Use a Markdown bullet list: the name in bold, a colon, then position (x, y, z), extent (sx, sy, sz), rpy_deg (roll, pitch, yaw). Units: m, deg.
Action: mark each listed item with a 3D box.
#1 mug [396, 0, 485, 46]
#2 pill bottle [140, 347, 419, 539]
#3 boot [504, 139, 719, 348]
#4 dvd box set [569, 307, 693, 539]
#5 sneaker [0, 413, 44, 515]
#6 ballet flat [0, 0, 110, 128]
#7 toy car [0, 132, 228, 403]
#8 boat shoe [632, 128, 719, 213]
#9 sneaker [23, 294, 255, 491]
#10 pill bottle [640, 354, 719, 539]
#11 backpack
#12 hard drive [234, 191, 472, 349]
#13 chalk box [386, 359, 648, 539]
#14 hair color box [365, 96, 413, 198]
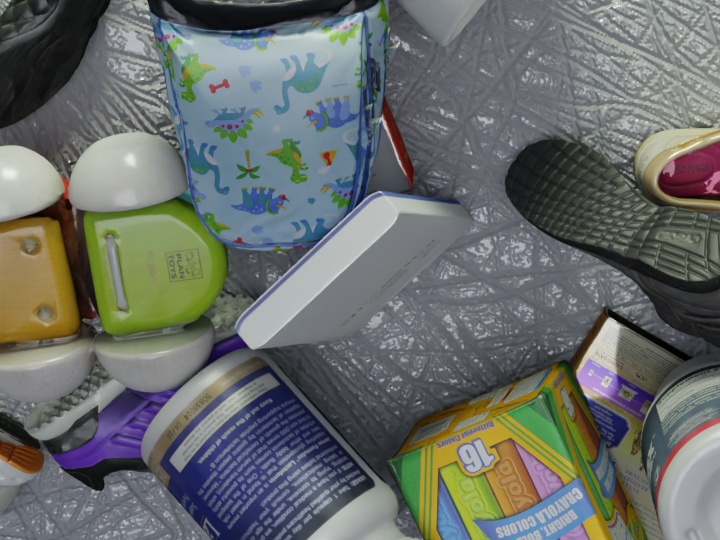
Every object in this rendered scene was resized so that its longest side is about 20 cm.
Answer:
- **mug**: position (0.052, -0.267, 1.323), extent (0.153, 0.149, 0.187), rpy_deg (38, 94, 2)
- **pill bottle**: position (-0.047, 0.158, 1.364), extent (0.200, 0.116, 0.116), rpy_deg (46, 104, 16)
- **boot**: position (0.194, -0.008, 1.403), extent (0.070, 0.200, 0.132), rpy_deg (-49, 143, -7)
- **dvd box set**: position (0.190, 0.147, 1.475), extent (0.146, 0.029, 0.200), rpy_deg (29, 104, -5)
- **sneaker**: position (-0.341, 0.126, 1.477), extent (0.200, 0.076, 0.092), rpy_deg (32, 109, -5)
- **ballet flat**: position (-0.220, -0.179, 1.407), extent (0.066, 0.057, 0.200), rpy_deg (27, 112, -33)
- **toy car**: position (-0.185, -0.011, 1.391), extent (0.200, 0.150, 0.175), rpy_deg (-6, 108, 9)
- **boat shoe**: position (0.292, -0.072, 1.391), extent (0.200, 0.069, 0.074), rpy_deg (-9, 105, 5)
- **sneaker**: position (-0.137, 0.097, 1.465), extent (0.200, 0.070, 0.100), rpy_deg (-29, 110, 12)
- **pill bottle**: position (0.251, 0.128, 1.348), extent (0.120, 0.200, 0.120), rpy_deg (1, 104, 3)
- **backpack**: position (-0.056, -0.111, 1.298), extent (0.163, 0.154, 0.200), rpy_deg (-2, 137, -4)
- **hard drive**: position (0.000, 0.000, 1.360), extent (0.132, 0.200, 0.025), rpy_deg (-43, 79, 12)
- **chalk box**: position (0.124, 0.185, 1.404), extent (0.124, 0.125, 0.200), rpy_deg (-25, 94, 15)
- **hair color box**: position (-0.043, -0.137, 1.395), extent (0.101, 0.061, 0.200), rpy_deg (-19, 104, 8)
